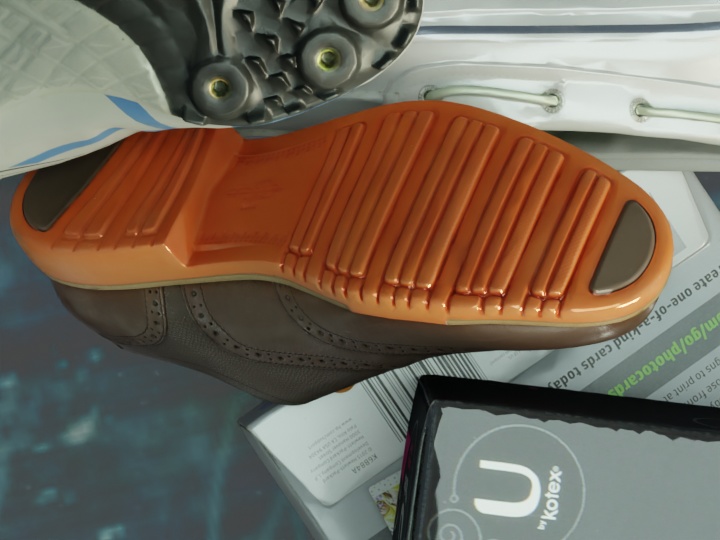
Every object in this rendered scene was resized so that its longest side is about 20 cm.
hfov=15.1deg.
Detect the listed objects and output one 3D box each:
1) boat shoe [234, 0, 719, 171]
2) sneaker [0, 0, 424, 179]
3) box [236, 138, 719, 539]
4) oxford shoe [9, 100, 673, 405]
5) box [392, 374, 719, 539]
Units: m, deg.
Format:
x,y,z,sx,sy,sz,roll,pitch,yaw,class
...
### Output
x,y,z,sx,sy,sz,roll,pitch,yaw,class
0.037,-0.049,0.784,0.200,0.074,0.067,-6,81,11,boat shoe
-0.075,-0.066,0.760,0.200,0.072,0.072,-10,100,20,sneaker
0.082,0.085,0.826,0.156,0.041,0.200,-35,94,-6,box
0.000,0.000,0.763,0.071,0.200,0.073,-60,142,-33,oxford shoe
0.108,0.093,0.739,0.200,0.122,0.106,7,90,-1,box
